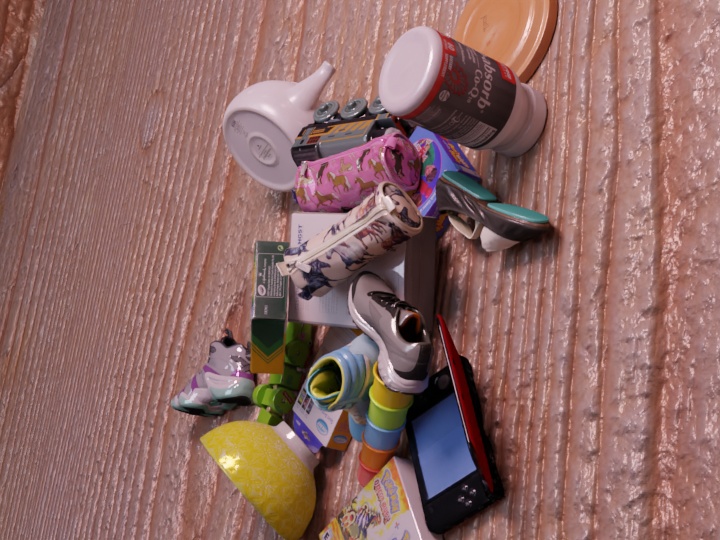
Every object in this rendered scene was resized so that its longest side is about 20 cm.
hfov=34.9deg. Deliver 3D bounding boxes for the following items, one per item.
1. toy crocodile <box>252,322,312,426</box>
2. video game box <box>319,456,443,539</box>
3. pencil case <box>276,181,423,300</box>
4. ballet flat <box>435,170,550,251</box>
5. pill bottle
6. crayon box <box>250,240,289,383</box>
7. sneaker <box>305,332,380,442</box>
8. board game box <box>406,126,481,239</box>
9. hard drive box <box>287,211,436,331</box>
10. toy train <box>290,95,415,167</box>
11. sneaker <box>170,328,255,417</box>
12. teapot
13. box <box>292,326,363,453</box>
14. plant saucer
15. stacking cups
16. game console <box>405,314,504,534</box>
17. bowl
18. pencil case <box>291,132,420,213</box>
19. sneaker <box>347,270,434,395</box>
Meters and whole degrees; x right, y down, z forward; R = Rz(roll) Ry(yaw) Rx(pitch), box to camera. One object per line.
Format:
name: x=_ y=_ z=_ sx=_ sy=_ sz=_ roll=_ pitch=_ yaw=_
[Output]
toy crocodile: x=-0.113 y=0.160 z=1.758 sx=0.067 sy=0.062 sz=0.201 roll=2 pitch=72 yaw=54
video game box: x=0.032 y=0.371 z=1.453 sx=0.182 sy=0.047 sz=0.200 roll=-49 pitch=40 yaw=27
pencil case: x=-0.011 y=-0.038 z=1.469 sx=0.200 sy=0.089 sz=0.078 roll=-33 pitch=80 yaw=32
ballet flat: x=0.165 y=-0.065 z=1.451 sx=0.200 sy=0.068 sz=0.069 roll=36 pitch=120 yaw=50
pill bottle: x=0.132 y=-0.220 z=1.449 sx=0.116 sy=0.199 sz=0.116 roll=-30 pitch=52 yaw=46
crayon box: x=-0.131 y=0.064 z=1.645 sx=0.200 sy=0.051 sz=0.126 roll=98 pitch=173 yaw=-58
sneaker: x=-0.020 y=0.166 z=1.498 sx=0.079 sy=0.130 sz=0.201 roll=39 pitch=138 yaw=35
board game box: x=0.074 y=-0.094 z=1.614 sx=0.200 sy=0.045 sz=0.135 roll=-55 pitch=37 yaw=24
hard drive box: x=0.000 y=0.000 z=1.564 sx=0.199 sy=0.077 sz=0.157 roll=5 pitch=93 yaw=36
toy train: x=-0.010 y=-0.197 z=1.701 sx=0.199 sy=0.085 sz=0.114 roll=-2 pitch=46 yaw=36
sneaker: x=-0.240 y=0.166 z=1.927 sx=0.200 sy=0.078 sz=0.141 roll=-16 pitch=60 yaw=41
teapot: x=-0.118 y=-0.234 z=1.874 sx=0.199 sy=0.198 sz=0.146 roll=10 pitch=44 yaw=37
box: x=-0.031 y=0.163 z=1.650 sx=0.119 sy=0.041 sz=0.201 roll=39 pitch=110 yaw=55
plant saucer: x=0.188 y=-0.327 z=1.573 sx=0.200 sy=0.032 sz=0.201 roll=-30 pitch=50 yaw=45
stacking cups: x=0.033 y=0.204 z=1.469 sx=0.061 sy=0.060 sz=0.201 roll=-118 pitch=29 yaw=-48
game console: x=0.092 y=0.188 z=1.382 sx=0.172 sy=0.118 sz=0.201 roll=-39 pitch=44 yaw=31
bowl: x=-0.123 y=0.278 z=1.625 sx=0.108 sy=0.200 sz=0.200 roll=-41 pitch=34 yaw=-8
pencil case: x=-0.006 y=-0.133 z=1.612 sx=0.199 sy=0.086 sz=0.083 roll=-13 pitch=73 yaw=42
sneaker: x=0.044 y=0.062 z=1.410 sx=0.200 sy=0.074 sz=0.080 roll=61 pitch=138 yaw=47
